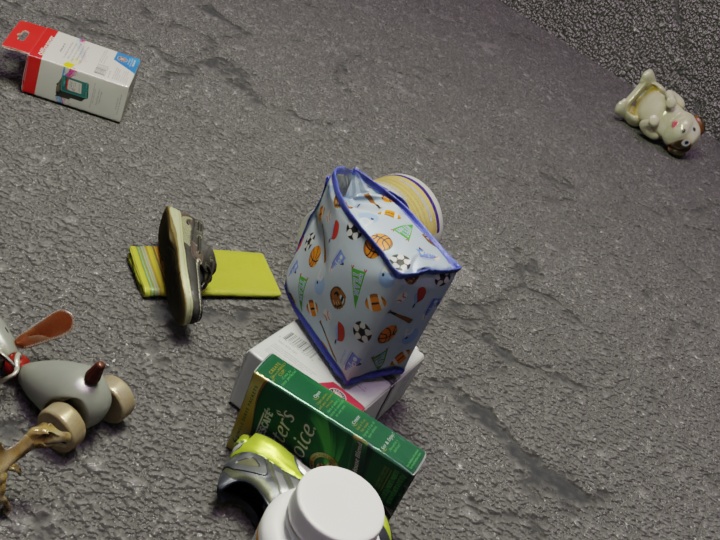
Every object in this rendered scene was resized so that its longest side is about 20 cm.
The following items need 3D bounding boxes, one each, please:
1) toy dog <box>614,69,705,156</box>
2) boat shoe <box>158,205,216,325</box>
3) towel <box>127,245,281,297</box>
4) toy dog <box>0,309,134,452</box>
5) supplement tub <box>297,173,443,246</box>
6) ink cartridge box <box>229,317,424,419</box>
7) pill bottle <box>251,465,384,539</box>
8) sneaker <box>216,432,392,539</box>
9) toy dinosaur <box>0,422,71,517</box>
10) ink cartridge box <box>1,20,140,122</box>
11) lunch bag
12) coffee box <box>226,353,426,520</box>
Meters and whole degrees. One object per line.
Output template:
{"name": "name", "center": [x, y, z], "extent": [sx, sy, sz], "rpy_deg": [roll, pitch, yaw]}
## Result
{"name": "toy dog", "center": [0.775, -0.378, 2.416], "extent": [0.200, 0.139, 0.194], "rpy_deg": [48, 2, 35]}
{"name": "boat shoe", "center": [-0.214, -0.010, 1.201], "extent": [0.065, 0.072, 0.202], "rpy_deg": [5, 37, -24]}
{"name": "towel", "center": [-0.207, 0.006, 1.264], "extent": [0.198, 0.018, 0.087], "rpy_deg": [2, 44, -34]}
{"name": "toy dog", "center": [-0.324, 0.096, 0.972], "extent": [0.198, 0.097, 0.132], "rpy_deg": [23, 31, -4]}
{"name": "supplement tub", "center": [0.016, -0.054, 1.379], "extent": [0.145, 0.146, 0.199], "rpy_deg": [38, 33, 21]}
{"name": "ink cartridge box", "center": [-0.036, 0.127, 1.137], "extent": [0.145, 0.084, 0.200], "rpy_deg": [35, 32, 16]}
{"name": "pill bottle", "center": [-0.050, 0.265, 0.814], "extent": [0.108, 0.201, 0.110], "rpy_deg": [18, 32, -12]}
{"name": "sneaker", "center": [-0.061, 0.248, 0.969], "extent": [0.198, 0.075, 0.081], "rpy_deg": [24, 37, 13]}
{"name": "toy dinosaur", "center": [-0.345, 0.189, 0.815], "extent": [0.058, 0.102, 0.200], "rpy_deg": [35, 33, 16]}
{"name": "ink cartridge box", "center": [-0.464, -0.320, 1.512], "extent": [0.198, 0.068, 0.117], "rpy_deg": [17, 32, -13]}
{"name": "lunch bag", "center": [0.000, 0.000, 1.105], "extent": [0.123, 0.171, 0.200], "rpy_deg": [-3, 40, -42]}
{"name": "coffee box", "center": [-0.041, 0.190, 1.008], "extent": [0.199, 0.124, 0.044], "rpy_deg": [32, 35, 9]}
